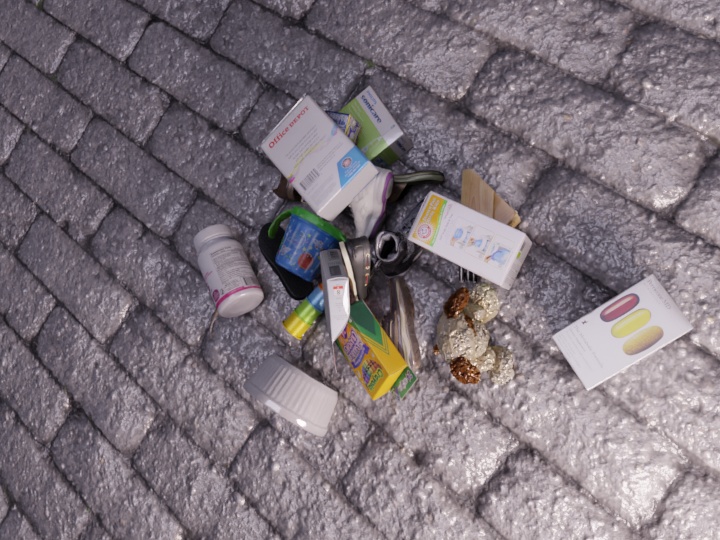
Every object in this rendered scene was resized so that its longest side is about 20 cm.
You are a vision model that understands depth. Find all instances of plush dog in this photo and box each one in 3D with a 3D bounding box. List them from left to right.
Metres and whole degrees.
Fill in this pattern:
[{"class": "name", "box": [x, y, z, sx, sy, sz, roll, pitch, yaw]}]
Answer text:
[{"class": "plush dog", "box": [0.193, 0.127, 1.101, 0.159, 0.171, 0.203, -15, 76, 20]}]

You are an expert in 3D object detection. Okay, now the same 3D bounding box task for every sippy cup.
[{"class": "sippy cup", "box": [-0.119, -0.052, 1.280, 0.131, 0.139, 0.177, -60, 33, -3]}]

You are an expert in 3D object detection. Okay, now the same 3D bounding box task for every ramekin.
[{"class": "ramekin", "box": [-0.138, 0.255, 1.215, 0.201, 0.203, 0.095, 27, 79, 25]}]

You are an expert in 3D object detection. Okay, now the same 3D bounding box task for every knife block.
[{"class": "knife block", "box": [0.229, -0.079, 1.182, 0.175, 0.064, 0.200, -44, 68, 10]}]

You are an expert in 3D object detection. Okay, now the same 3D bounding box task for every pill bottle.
[{"class": "pill bottle", "box": [-0.317, -0.001, 1.374, 0.113, 0.113, 0.202, -33, 69, 14]}]

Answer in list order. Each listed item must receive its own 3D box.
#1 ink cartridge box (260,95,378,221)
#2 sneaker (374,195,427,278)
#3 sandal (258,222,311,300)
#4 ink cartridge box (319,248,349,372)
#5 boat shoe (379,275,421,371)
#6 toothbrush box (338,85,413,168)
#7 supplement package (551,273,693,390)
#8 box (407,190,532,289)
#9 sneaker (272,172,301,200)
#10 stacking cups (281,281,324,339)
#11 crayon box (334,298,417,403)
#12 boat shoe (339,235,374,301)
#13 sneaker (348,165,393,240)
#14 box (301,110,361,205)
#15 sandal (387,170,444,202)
[{"class": "ink cartridge box", "box": [-0.083, -0.224, 1.161, 0.144, 0.085, 0.200, -43, 74, 9]}, {"class": "sneaker", "box": [0.098, -0.076, 1.210, 0.075, 0.114, 0.201, 35, 95, 24]}, {"class": "sandal", "box": [-0.184, -0.017, 1.348, 0.202, 0.075, 0.048, 63, 150, 13]}, {"class": "ink cartridge box", "box": [-0.046, 0.078, 1.173, 0.049, 0.162, 0.203, -9, 112, -5]}, {"class": "boat shoe", "box": [0.073, 0.113, 1.210, 0.072, 0.074, 0.203, -12, 75, 20]}, {"class": "toothbrush box", "box": [-0.006, -0.285, 1.305, 0.199, 0.086, 0.146, -38, 71, 14]}, {"class": "supplement package", "box": [0.457, 0.112, 1.026, 0.199, 0.109, 0.115, -36, 70, 13]}, {"class": "box", "box": [0.206, -0.056, 1.091, 0.199, 0.112, 0.102, 28, 95, 22]}, {"class": "sneaker", "box": [-0.162, -0.269, 1.379, 0.075, 0.070, 0.203, 11, 85, 25]}, {"class": "stacking cups", "box": [-0.093, 0.059, 1.298, 0.060, 0.060, 0.201, 42, 96, 23]}, {"class": "crayon box", "box": [0.023, 0.177, 1.193, 0.051, 0.126, 0.201, -23, 65, -30]}, {"class": "boat shoe", "box": [0.001, 0.002, 1.203, 0.062, 0.202, 0.074, -17, 57, -4]}, {"class": "sneaker", "box": [0.009, -0.144, 1.242, 0.099, 0.075, 0.202, 24, 131, 11]}, {"class": "box", "box": [-0.061, -0.229, 1.236, 0.064, 0.070, 0.203, 15, 89, 23]}, {"class": "sandal", "box": [0.084, -0.178, 1.258, 0.198, 0.080, 0.058, -4, 93, 22]}]
